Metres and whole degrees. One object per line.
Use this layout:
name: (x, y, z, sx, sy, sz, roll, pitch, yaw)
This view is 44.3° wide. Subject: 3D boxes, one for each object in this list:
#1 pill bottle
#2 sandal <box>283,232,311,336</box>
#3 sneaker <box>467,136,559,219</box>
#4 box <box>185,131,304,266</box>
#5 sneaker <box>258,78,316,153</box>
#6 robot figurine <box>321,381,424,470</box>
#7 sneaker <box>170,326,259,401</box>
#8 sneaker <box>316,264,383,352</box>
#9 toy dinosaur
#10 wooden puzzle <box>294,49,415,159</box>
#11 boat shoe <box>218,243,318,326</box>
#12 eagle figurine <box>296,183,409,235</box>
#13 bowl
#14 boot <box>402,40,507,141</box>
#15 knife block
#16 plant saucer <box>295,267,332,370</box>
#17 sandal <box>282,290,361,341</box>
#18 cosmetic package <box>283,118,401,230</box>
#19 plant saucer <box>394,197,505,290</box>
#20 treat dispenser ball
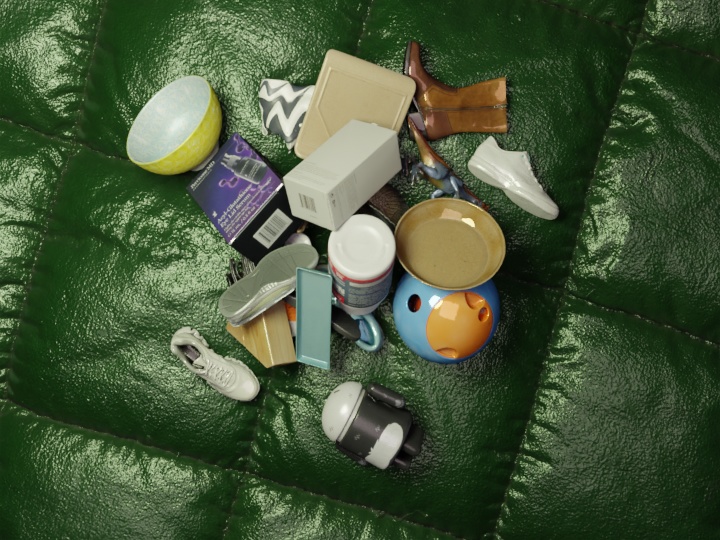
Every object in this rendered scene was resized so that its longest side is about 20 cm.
pill bottle: (0.000, 0.000, 1.578, 0.117, 0.201, 0.122, 1, 64, -1)
sandal: (-0.119, 0.028, 1.689, 0.078, 0.059, 0.211, 18, 107, 16)
sneaker: (0.306, -0.180, 1.684, 0.198, 0.075, 0.089, 35, 81, 0)
box: (-0.205, -0.131, 1.614, 0.148, 0.104, 0.200, -48, 50, 3)
sneaker: (-0.099, -0.284, 1.673, 0.195, 0.080, 0.133, 7, 99, -6)
robot figurine: (0.022, 0.294, 1.678, 0.197, 0.125, 0.152, 28, 82, -1)
sneaker: (-0.283, 0.187, 1.693, 0.198, 0.081, 0.076, 34, 91, -3)
sneaker: (-0.022, 0.070, 1.686, 0.074, 0.082, 0.200, -42, 92, 1)
toy dinosaur: (0.168, -0.172, 1.659, 0.178, 0.104, 0.205, 6, 95, -30)
wooden puzzle: (-0.011, -0.284, 1.634, 0.182, 0.037, 0.203, 14, 107, -21)
boat shoe: (-0.159, 0.026, 1.579, 0.201, 0.065, 0.075, -38, 60, -8)
eagle figurine: (-0.008, -0.117, 1.654, 0.195, 0.151, 0.155, -2, 64, 12)
bowl: (-0.326, -0.249, 1.646, 0.200, 0.201, 0.108, -43, 135, 2)
boot: (0.180, -0.347, 1.673, 0.195, 0.068, 0.193, -7, 92, 0)
knife block: (-0.180, 0.057, 1.649, 0.199, 0.063, 0.178, 37, 118, 35)
plant saucer: (-0.081, 0.085, 1.574, 0.069, 0.019, 0.204, 14, 123, 17)
sandal: (-0.087, 0.079, 1.627, 0.197, 0.075, 0.046, 29, 107, 8)
cosmetic package: (-0.028, -0.171, 1.540, 0.106, 0.086, 0.200, 22, 50, 35)
plant saucer: (0.155, -0.039, 1.557, 0.195, 0.036, 0.203, 1, 54, -1)
treat dispenser ball: (0.158, 0.069, 1.626, 0.196, 0.201, 0.206, 0, 93, 0)
